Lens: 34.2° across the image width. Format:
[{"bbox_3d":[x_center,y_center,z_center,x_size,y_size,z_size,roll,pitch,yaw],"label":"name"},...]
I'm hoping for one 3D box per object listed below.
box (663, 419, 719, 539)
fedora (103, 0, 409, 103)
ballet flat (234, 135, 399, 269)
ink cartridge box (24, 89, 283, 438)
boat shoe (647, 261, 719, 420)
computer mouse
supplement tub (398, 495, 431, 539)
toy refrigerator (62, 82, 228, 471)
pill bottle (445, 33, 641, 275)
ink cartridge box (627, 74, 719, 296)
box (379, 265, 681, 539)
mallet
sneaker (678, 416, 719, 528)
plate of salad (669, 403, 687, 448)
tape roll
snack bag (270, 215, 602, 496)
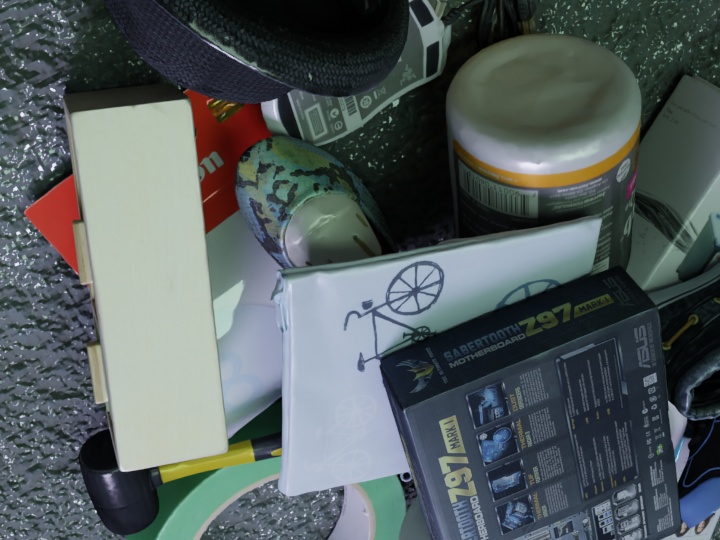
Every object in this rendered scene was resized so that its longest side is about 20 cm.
[{"bbox_3d":[0.268,0.216,1.032,0.082,0.049,0.201,2,115,-28],"label":"box"},{"bbox_3d":[-0.074,-0.152,0.596,0.200,0.202,0.092,13,143,-33],"label":"fedora"},{"bbox_3d":[0.000,0.000,0.700,0.074,0.074,0.200,-43,128,-1],"label":"ballet flat"},{"bbox_3d":[-0.081,-0.006,0.721,0.160,0.047,0.200,-37,130,-5],"label":"ink cartridge box"},{"bbox_3d":[0.270,0.037,0.799,0.199,0.091,0.071,-25,127,-16],"label":"boat shoe"},{"bbox_3d":[0.019,-0.144,0.703,0.199,0.044,0.110,-30,132,-17],"label":"computer mouse"},{"bbox_3d":[0.107,0.244,0.878,0.144,0.145,0.200,-32,142,-9],"label":"supplement tub"},{"bbox_3d":[-0.123,0.003,0.656,0.070,0.076,0.201,-9,108,-15],"label":"toy refrigerator"},{"bbox_3d":[0.116,-0.040,0.751,0.116,0.117,0.201,-26,140,-13],"label":"pill bottle"},{"bbox_3d":[0.251,-0.020,0.870,0.146,0.086,0.201,22,106,-35],"label":"ink cartridge box"},{"bbox_3d":[0.110,0.111,0.718,0.157,0.051,0.201,-22,126,-6],"label":"box"},{"bbox_3d":[-0.075,0.123,0.747,0.199,0.041,0.066,-7,129,-11],"label":"mallet"},{"bbox_3d":[0.297,0.114,0.948,0.200,0.078,0.070,-45,170,-25],"label":"sneaker"},{"bbox_3d":[0.161,0.141,0.929,0.199,0.048,0.201,-10,139,-9],"label":"plate of salad"},{"bbox_3d":[-0.065,0.191,0.841,0.199,0.048,0.201,-13,122,-22],"label":"tape roll"},{"bbox_3d":[0.041,0.056,0.703,0.199,0.021,0.189,-11,132,-15],"label":"snack bag"}]
